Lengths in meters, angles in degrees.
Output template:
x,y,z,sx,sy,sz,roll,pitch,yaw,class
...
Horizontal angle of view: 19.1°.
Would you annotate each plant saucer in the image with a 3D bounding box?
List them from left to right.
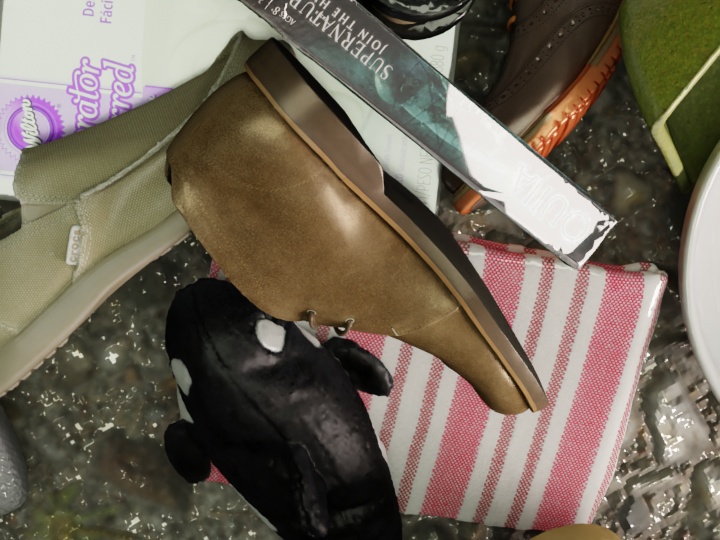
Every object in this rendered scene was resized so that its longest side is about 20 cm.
x,y,z,sx,sy,sz,roll,pitch,yaw,class
0.175,-0.134,0.887,0.048,0.200,0.200,40,94,12,plant saucer

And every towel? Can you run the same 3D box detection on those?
x,y,z,sx,sy,sz,roll,pitch,yaw,class
0.025,0.043,0.951,0.200,0.030,0.147,10,121,-7,towel

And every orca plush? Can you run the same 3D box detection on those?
x,y,z,sx,sy,sz,roll,pitch,yaw,class
-0.031,0.100,0.925,0.105,0.071,0.200,-9,121,4,orca plush

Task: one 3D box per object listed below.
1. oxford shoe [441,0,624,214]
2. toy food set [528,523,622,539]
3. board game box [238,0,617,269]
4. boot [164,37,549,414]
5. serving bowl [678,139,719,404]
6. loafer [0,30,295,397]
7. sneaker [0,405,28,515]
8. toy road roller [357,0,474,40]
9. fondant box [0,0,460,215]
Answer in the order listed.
x,y,z,sx,sy,sz,roll,pitch,yaw,class
0.087,-0.114,0.936,0.073,0.071,0.200,36,77,2,oxford shoe
0.086,0.211,0.951,0.198,0.049,0.200,31,91,-40,toy food set
-0.002,-0.082,0.805,0.200,0.135,0.028,36,95,-39,board game box
0.000,0.000,0.857,0.075,0.074,0.200,-41,117,5,boot
0.234,-0.006,0.960,0.200,0.066,0.201,-1,100,-5,serving bowl
-0.109,-0.031,0.879,0.200,0.076,0.068,-44,105,5,loafer
-0.238,0.042,0.936,0.114,0.075,0.200,-30,100,-2,sneaker
0.049,-0.190,0.844,0.200,0.123,0.146,-29,92,1,toy road roller
-0.059,-0.094,0.939,0.200,0.058,0.145,6,98,-3,fondant box
